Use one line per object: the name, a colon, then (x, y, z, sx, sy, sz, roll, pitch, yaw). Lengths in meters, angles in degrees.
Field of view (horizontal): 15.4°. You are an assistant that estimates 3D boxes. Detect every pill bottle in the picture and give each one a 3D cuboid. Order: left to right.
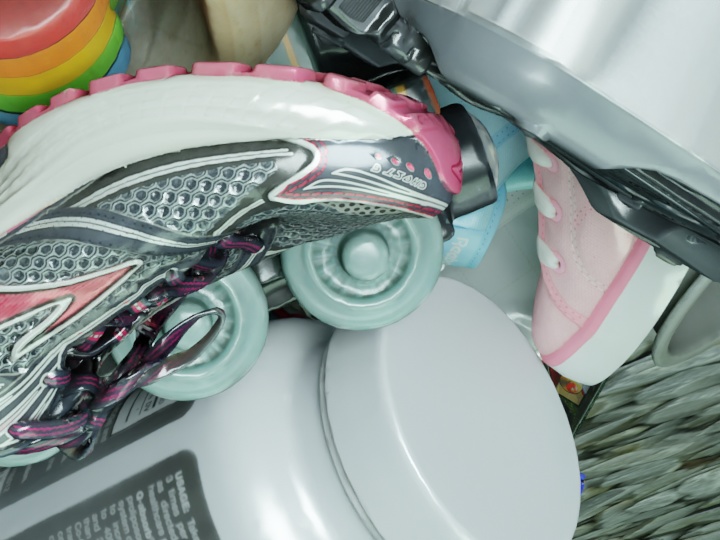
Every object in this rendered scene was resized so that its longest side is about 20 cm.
pill bottle: (-0.038, 0.084, 0.838, 0.200, 0.116, 0.116, -28, 164, 32)

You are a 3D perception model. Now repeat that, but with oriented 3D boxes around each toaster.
toaster: (0.079, -0.076, 0.621, 0.200, 0.129, 0.114, 30, 179, -36)

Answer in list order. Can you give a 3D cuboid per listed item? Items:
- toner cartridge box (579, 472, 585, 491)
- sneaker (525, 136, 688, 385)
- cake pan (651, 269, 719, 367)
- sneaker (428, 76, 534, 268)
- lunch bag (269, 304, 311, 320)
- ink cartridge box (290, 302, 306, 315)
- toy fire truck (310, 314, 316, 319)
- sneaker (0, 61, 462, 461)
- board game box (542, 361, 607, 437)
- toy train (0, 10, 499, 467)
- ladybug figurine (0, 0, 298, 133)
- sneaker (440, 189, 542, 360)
toner cartridge box: (0.014, 0.153, 0.916, 0.043, 0.200, 0.095, 20, 177, 21)
sneaker: (0.068, -0.059, 0.774, 0.075, 0.104, 0.200, -67, -178, -49)
cake pan: (0.178, -0.042, 1.028, 0.200, 0.037, 0.200, -38, 165, -12)
sneaker: (0.008, -0.037, 0.854, 0.200, 0.082, 0.074, -15, 164, -16)
lunch bag: (-0.063, 0.106, 0.981, 0.200, 0.176, 0.082, -53, 149, -4)
ink cartridge box: (-0.124, 0.090, 1.148, 0.200, 0.086, 0.148, -10, 162, -28)
toy fire truck: (0.054, -0.005, 1.101, 0.141, 0.049, 0.200, -19, 167, -8)
sneaker: (-0.068, 0.006, 0.631, 0.200, 0.075, 0.081, -19, 166, 15)
board game box: (0.032, 0.051, 1.031, 0.023, 0.105, 0.200, -43, 162, -52)
toy train: (-0.063, -0.023, 0.754, 0.200, 0.114, 0.085, -21, -168, -1)
ladybug figurine: (-0.082, -0.074, 0.622, 0.135, 0.072, 0.200, -17, 165, -6)
sneaker: (0.000, 0.000, 0.918, 0.200, 0.116, 0.074, -15, 167, -9)
